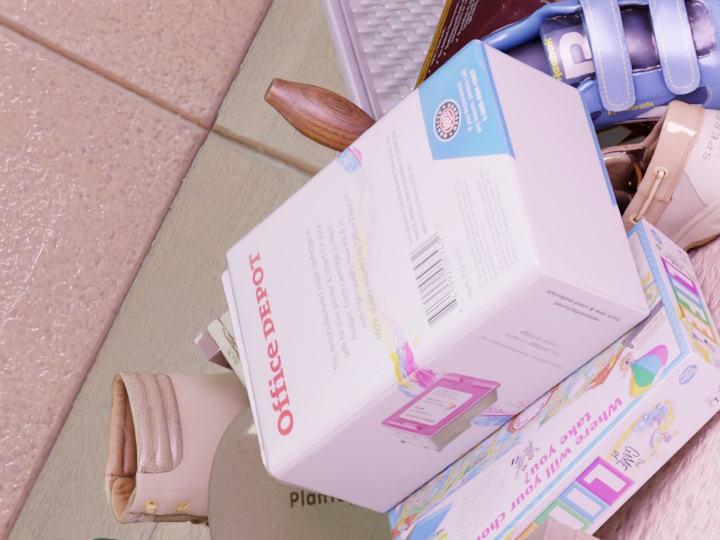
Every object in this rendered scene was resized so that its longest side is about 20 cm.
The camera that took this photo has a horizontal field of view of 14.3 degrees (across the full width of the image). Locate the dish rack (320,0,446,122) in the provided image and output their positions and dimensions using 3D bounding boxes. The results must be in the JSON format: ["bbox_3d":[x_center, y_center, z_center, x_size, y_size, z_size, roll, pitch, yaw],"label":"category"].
[{"bbox_3d":[0.046,-0.160,1.848,0.200,0.043,0.172,-34,71,59],"label":"dish rack"}]

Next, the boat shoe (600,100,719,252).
[{"bbox_3d":[0.144,-0.037,1.511,0.200,0.069,0.074,-47,20,56],"label":"boat shoe"}]

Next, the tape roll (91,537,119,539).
[{"bbox_3d":[-0.072,0.215,1.597,0.048,0.200,0.200,-63,11,2],"label":"tape roll"}]

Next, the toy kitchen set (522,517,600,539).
[{"bbox_3d":[0.019,0.222,1.250,0.180,0.163,0.201,-49,18,52],"label":"toy kitchen set"}]

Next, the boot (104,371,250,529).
[{"bbox_3d":[-0.074,0.153,1.729,0.073,0.155,0.201,-13,81,62],"label":"boot"}]

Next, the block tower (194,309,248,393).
[{"bbox_3d":[0.000,0.000,1.667,0.200,0.058,0.054,-41,-29,11],"label":"block tower"}]

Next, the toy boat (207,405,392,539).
[{"bbox_3d":[0.012,0.130,1.638,0.199,0.130,0.131,-10,79,35],"label":"toy boat"}]

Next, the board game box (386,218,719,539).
[{"bbox_3d":[0.094,0.083,1.411,0.200,0.034,0.135,-46,23,19],"label":"board game box"}]

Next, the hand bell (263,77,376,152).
[{"bbox_3d":[0.032,-0.068,1.768,0.104,0.199,0.104,-59,11,19],"label":"hand bell"}]

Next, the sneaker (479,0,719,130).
[{"bbox_3d":[0.140,-0.111,1.484,0.199,0.082,0.074,-17,78,25],"label":"sneaker"}]

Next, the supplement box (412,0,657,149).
[{"bbox_3d":[0.146,-0.176,1.662,0.200,0.132,0.198,-45,22,59],"label":"supplement box"}]

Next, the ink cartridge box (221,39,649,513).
[{"bbox_3d":[0.032,0.007,1.431,0.200,0.084,0.145,-38,48,31],"label":"ink cartridge box"}]
